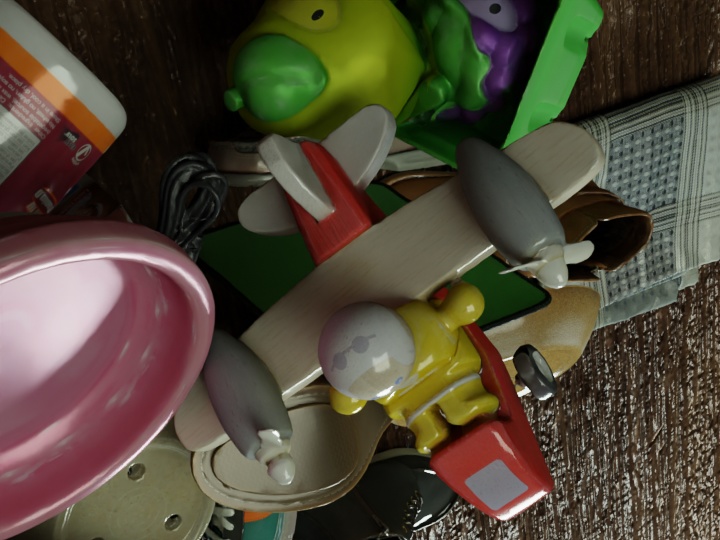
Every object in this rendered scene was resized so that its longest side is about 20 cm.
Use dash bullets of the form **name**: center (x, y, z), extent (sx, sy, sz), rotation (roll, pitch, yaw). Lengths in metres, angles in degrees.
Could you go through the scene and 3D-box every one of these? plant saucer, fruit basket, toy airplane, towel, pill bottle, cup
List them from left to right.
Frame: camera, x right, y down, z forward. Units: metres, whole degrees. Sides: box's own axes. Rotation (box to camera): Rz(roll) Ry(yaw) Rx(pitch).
- **pill bottle**: center (-0.224, -0.041, 0.665), extent (0.200, 0.109, 0.110), rotation (-49, 133, -5)
- **plant saucer**: center (-0.162, 0.048, 0.591), extent (0.200, 0.051, 0.201), rotation (-29, 148, -20)
- **cup**: center (-0.164, 0.111, 0.782), extent (0.199, 0.143, 0.202), rotation (-18, 124, -29)
- **toy airplane**: center (0.009, 0.015, 0.632), extent (0.141, 0.198, 0.202), rotation (-37, 138, -72)
- **fruit basket**: center (0.012, -0.142, 0.739), extent (0.215, 0.215, 0.156), rotation (12, 106, -40)
- **plant saucer**: center (0.087, 0.071, 0.943), extent (0.199, 0.036, 0.200), rotation (-18, 161, -6)
- **towel**: center (0.226, -0.044, 1.068), extent (0.192, 0.034, 0.201), rotation (-20, 125, -28)

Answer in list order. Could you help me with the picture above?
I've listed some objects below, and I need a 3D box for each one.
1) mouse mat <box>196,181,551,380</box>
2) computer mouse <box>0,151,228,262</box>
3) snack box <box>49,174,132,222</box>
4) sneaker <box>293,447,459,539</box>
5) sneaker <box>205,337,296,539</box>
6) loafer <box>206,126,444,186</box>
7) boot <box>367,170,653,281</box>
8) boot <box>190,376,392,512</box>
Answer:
- **mouse mat**: center (0.000, 0.000, 0.807), extent (0.160, 0.200, 0.008), rotation (-19, 124, -28)
- **computer mouse**: center (-0.161, -0.002, 0.621), extent (0.199, 0.044, 0.110), rotation (-10, 139, -43)
- **snack box**: center (-0.223, 0.018, 0.734), extent (0.200, 0.072, 0.024), rotation (-39, 131, -14)
- **sneaker**: center (0.025, 0.195, 0.991), extent (0.199, 0.106, 0.075), rotation (3, 112, -43)
- **sneaker**: center (-0.084, 0.134, 0.908), extent (0.080, 0.071, 0.201), rotation (11, 99, -39)
- **loafer**: center (-0.017, -0.094, 0.842), extent (0.199, 0.072, 0.063), rotation (-11, 106, -40)
- **boot**: center (0.087, -0.016, 0.894), extent (0.199, 0.155, 0.077), rotation (-24, 125, -25)
- **boot**: center (-0.042, 0.074, 0.789), extent (0.199, 0.154, 0.074), rotation (-15, 111, -33)
